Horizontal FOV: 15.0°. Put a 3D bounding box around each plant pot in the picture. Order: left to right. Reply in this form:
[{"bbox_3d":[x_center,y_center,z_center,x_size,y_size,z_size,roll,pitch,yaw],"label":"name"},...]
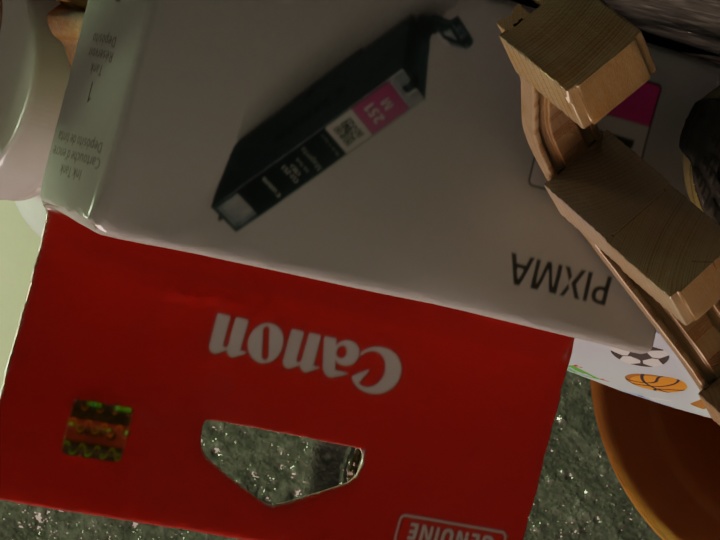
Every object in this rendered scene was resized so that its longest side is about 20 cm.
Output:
[{"bbox_3d":[0.232,0.045,1.351,0.199,0.201,0.140,14,-162,36],"label":"plant pot"}]

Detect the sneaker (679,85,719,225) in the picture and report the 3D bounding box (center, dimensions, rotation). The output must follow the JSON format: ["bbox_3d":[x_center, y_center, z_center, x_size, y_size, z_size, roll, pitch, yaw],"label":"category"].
[{"bbox_3d":[0.152,-0.022,0.865,0.200,0.077,0.088,18,-171,-45],"label":"sneaker"}]

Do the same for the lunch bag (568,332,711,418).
[{"bbox_3d":[0.148,0.002,1.162,0.169,0.124,0.200,15,-171,18],"label":"lunch bag"}]

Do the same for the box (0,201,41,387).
[{"bbox_3d":[-0.144,-0.028,1.263,0.077,0.201,0.095,13,180,20],"label":"box"}]

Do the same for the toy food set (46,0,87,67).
[{"bbox_3d":[-0.011,-0.070,0.925,0.197,0.049,0.199,13,-179,-44],"label":"toy food set"}]

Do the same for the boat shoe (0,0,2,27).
[{"bbox_3d":[-0.193,-0.105,0.890,0.072,0.076,0.200,18,174,34],"label":"boat shoe"}]

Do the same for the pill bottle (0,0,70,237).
[{"bbox_3d":[-0.070,-0.053,1.089,0.199,0.112,0.111,13,-179,-40],"label":"pill bottle"}]

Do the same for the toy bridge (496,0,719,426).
[{"bbox_3d":[0.080,-0.014,0.778,0.067,0.027,0.200,44,173,41],"label":"toy bridge"}]

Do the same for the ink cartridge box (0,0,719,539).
[{"bbox_3d":[0.000,0.000,0.801,0.199,0.174,0.043,13,-178,-33],"label":"ink cartridge box"}]
